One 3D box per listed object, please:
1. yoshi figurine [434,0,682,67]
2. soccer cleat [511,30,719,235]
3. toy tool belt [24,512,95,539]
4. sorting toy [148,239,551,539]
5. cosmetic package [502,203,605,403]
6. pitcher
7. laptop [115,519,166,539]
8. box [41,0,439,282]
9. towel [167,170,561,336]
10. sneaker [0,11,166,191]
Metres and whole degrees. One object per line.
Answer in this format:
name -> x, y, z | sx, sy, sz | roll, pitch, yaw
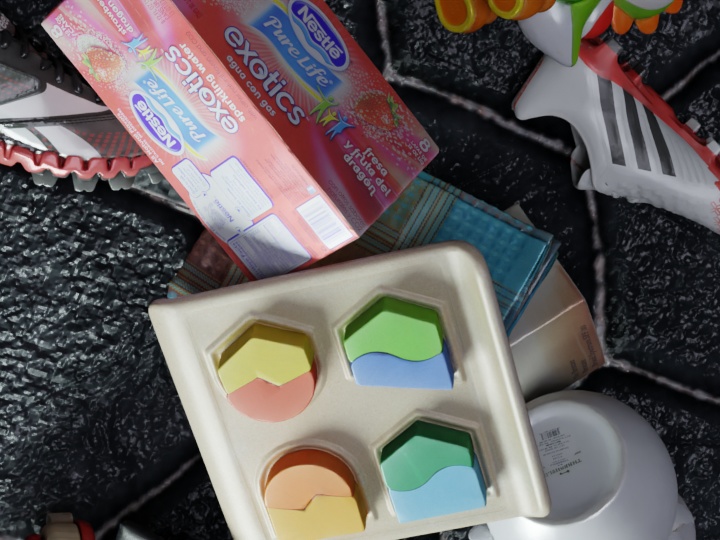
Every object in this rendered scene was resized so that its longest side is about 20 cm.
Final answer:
yoshi figurine -> 0.137, -0.203, 1.062 | 0.200, 0.112, 0.112 | -15, 147, -37
soccer cleat -> 0.183, -0.069, 1.144 | 0.200, 0.069, 0.085 | 42, 103, -17
toy tool belt -> -0.239, 0.252, 1.118 | 0.123, 0.125, 0.201 | 3, 106, -22
sorting toy -> -0.006, 0.083, 1.008 | 0.199, 0.037, 0.186 | -10, 117, 15
cosmetic package -> 0.044, 0.060, 1.118 | 0.200, 0.087, 0.103 | -32, 150, 0
pitcher -> 0.124, 0.163, 1.146 | 0.171, 0.121, 0.200 | -26, 152, 5
laptop -> -0.062, 0.231, 1.162 | 0.200, 0.116, 0.188 | 28, 133, 6
box -> -0.066, -0.102, 0.994 | 0.200, 0.103, 0.095 | 51, 48, -9
towel -> 0.000, 0.000, 1.071 | 0.200, 0.022, 0.147 | 28, 80, 14
sneaker -> -0.194, -0.104, 1.043 | 0.200, 0.071, 0.098 | 7, 108, -13
